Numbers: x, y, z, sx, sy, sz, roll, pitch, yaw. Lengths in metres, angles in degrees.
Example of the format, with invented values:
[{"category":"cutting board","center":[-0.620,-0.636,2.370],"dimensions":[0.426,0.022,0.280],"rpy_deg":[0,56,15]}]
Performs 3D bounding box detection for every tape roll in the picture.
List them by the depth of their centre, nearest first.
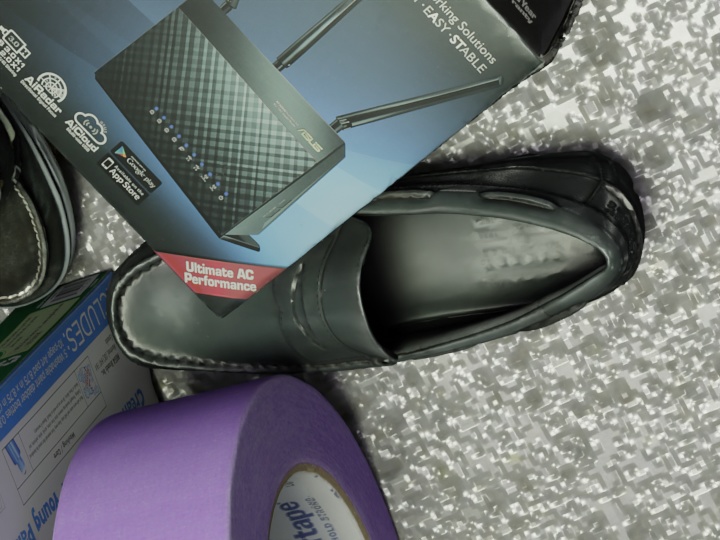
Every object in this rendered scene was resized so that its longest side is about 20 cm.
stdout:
[{"category":"tape roll","center":[-0.034,0.140,0.833],"dimensions":[0.065,0.200,0.201],"rpy_deg":[-15,104,15]}]

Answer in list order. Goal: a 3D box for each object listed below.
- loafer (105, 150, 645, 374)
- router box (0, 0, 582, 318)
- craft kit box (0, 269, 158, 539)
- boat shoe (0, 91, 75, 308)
[{"category":"loafer","center":[0.000,0.000,0.850],"dimensions":[0.200,0.070,0.068],"rpy_deg":[-11,105,15]},{"category":"router box","center":[-0.052,-0.104,0.760],"dimensions":[0.200,0.062,0.150],"rpy_deg":[46,120,-10]},{"category":"craft kit box","center":[-0.097,0.124,0.843],"dimensions":[0.048,0.200,0.198],"rpy_deg":[-18,102,17]},{"category":"boat shoe","center":[-0.154,-0.041,0.823],"dimensions":[0.072,0.071,0.200],"rpy_deg":[-29,137,3]}]
